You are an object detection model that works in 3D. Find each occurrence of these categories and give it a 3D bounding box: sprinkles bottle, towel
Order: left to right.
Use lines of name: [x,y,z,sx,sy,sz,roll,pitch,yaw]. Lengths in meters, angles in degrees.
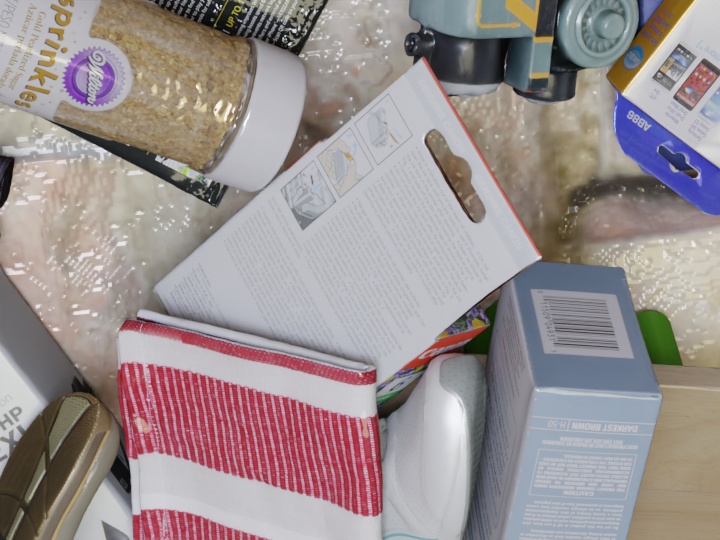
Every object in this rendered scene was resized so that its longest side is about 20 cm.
sprinkles bottle: [-0.125,-0.097,0.898,0.199,0.068,0.069,19,107,-21]
towel: [-0.051,0.125,0.950,0.143,0.023,0.201,12,115,30]

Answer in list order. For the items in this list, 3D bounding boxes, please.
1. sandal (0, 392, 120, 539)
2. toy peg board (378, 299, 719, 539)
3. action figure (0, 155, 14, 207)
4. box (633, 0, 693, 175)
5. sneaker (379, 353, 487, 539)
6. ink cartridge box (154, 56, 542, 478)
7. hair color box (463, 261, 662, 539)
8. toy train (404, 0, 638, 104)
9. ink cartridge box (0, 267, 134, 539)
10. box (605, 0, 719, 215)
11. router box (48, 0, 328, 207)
sandal: [-0.166,0.151,0.971,0.054,0.080,0.201,27,101,-37]
toy peg board: [0.088,0.108,1.066,0.198,0.098,0.200,4,124,-5]
action figure: [-0.272,-0.049,0.976,0.198,0.070,0.131,13,116,-6]
box: [0.195,-0.146,1.008,0.120,0.032,0.201,-8,111,-3]
sneaker: [0.010,0.110,0.950,0.080,0.071,0.201,17,135,-1]
ink cartridge box: [0.000,0.000,0.927,0.200,0.050,0.109,-39,75,34]
hair color box: [0.086,0.106,0.946,0.060,0.099,0.201,4,124,-7]
toy train: [0.075,-0.175,0.943,0.113,0.085,0.201,-6,113,-28]
ink cartridge box: [-0.191,0.124,1.035,0.145,0.084,0.201,-32,110,7]
box: [0.214,-0.118,0.982,0.119,0.042,0.200,33,101,-17]
router box: [-0.087,-0.153,0.965,0.148,0.051,0.201,27,105,-12]
